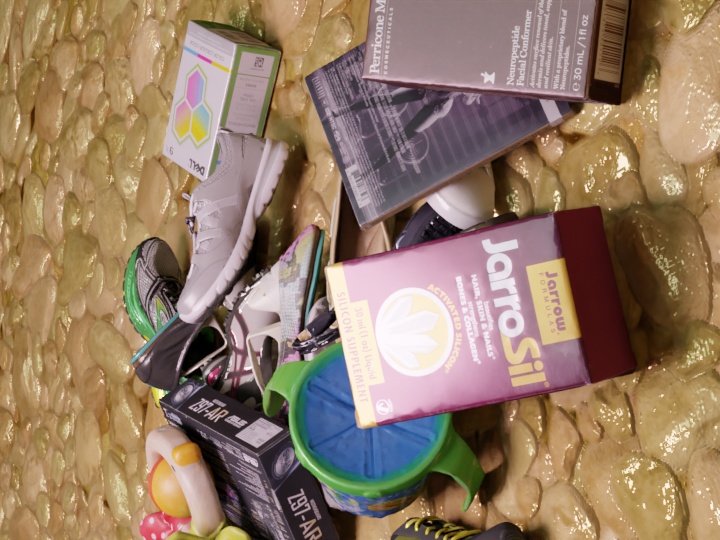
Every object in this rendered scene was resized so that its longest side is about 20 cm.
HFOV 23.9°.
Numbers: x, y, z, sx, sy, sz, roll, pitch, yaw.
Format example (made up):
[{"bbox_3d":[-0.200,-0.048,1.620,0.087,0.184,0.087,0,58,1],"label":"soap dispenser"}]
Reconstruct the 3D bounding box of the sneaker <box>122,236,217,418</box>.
[{"bbox_3d":[-0.189,0.054,1.805,0.085,0.078,0.202,-35,69,41],"label":"sneaker"}]

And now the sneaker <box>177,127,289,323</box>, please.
[{"bbox_3d":[-0.141,-0.045,1.655,0.075,0.081,0.201,119,173,-73],"label":"sneaker"}]

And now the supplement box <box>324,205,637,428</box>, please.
[{"bbox_3d":[0.090,0.037,1.284,0.198,0.103,0.132,-14,87,28],"label":"supplement box"}]

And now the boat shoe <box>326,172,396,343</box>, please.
[{"bbox_3d":[0.000,0.000,1.507,0.073,0.063,0.202,-9,76,12],"label":"boat shoe"}]

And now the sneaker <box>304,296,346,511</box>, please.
[{"bbox_3d":[-0.028,0.124,1.551,0.082,0.074,0.202,-26,65,55],"label":"sneaker"}]

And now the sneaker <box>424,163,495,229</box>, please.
[{"bbox_3d":[0.077,-0.132,1.419,0.085,0.072,0.201,-47,49,46],"label":"sneaker"}]

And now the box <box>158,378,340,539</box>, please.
[{"bbox_3d":[-0.103,0.201,1.611,0.199,0.043,0.161,18,135,55],"label":"box"}]

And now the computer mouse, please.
[{"bbox_3d":[0.016,-0.002,1.434,0.200,0.034,0.059,-41,22,-7],"label":"computer mouse"}]

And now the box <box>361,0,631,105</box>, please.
[{"bbox_3d":[0.105,-0.187,1.320,0.198,0.075,0.101,8,95,32],"label":"box"}]

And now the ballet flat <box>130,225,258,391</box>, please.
[{"bbox_3d":[-0.151,0.041,1.731,0.201,0.068,0.068,-52,4,0],"label":"ballet flat"}]

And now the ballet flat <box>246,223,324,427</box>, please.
[{"bbox_3d":[-0.073,0.055,1.602,0.069,0.070,0.202,-71,-15,-74],"label":"ballet flat"}]

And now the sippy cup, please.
[{"bbox_3d":[0.010,0.143,1.429,0.179,0.139,0.131,60,169,26],"label":"sippy cup"}]

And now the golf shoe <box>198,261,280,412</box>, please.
[{"bbox_3d":[-0.096,0.080,1.674,0.088,0.077,0.201,40,122,22],"label":"golf shoe"}]

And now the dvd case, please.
[{"bbox_3d":[0.061,-0.144,1.395,0.199,0.016,0.150,-28,67,17],"label":"dvd case"}]

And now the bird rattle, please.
[{"bbox_3d":[-0.159,0.223,1.620,0.200,0.112,0.165,-156,50,-72],"label":"bird rattle"}]

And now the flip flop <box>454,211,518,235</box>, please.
[{"bbox_3d":[0.081,0.025,1.408,0.058,0.081,0.201,49,129,21],"label":"flip flop"}]

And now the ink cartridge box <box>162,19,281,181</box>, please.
[{"bbox_3d":[-0.151,-0.148,1.763,0.104,0.059,0.202,33,115,51],"label":"ink cartridge box"}]

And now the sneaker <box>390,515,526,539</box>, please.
[{"bbox_3d":[0.062,0.238,1.408,0.200,0.074,0.085,-39,59,47],"label":"sneaker"}]
